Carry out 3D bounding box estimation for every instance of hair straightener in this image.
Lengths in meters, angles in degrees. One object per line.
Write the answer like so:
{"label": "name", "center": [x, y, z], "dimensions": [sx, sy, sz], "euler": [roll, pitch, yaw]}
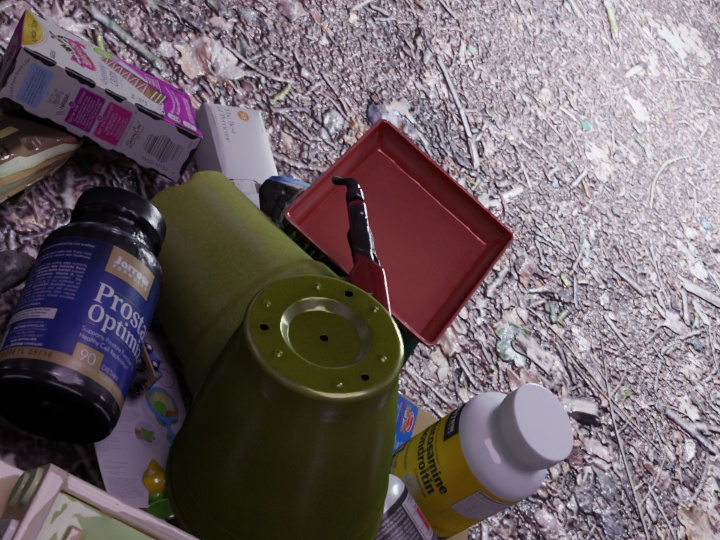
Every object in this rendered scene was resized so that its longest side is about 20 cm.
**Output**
{"label": "hair straightener", "center": [0.000, 0.000, 0.950], "dimensions": [0.040, 0.077, 0.203], "euler": [-13, 62, -2]}

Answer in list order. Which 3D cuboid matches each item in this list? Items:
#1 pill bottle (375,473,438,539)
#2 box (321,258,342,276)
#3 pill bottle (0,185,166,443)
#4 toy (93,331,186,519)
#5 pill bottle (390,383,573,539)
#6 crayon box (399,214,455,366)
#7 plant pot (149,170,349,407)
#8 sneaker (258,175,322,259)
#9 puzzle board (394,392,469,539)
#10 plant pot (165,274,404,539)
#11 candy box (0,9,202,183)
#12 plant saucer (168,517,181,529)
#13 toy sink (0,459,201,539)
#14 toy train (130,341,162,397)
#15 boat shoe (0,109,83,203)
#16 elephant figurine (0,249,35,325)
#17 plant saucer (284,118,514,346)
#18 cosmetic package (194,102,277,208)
{"label": "pill bottle", "center": [0.016, 0.270, 0.972], "dimensions": [0.116, 0.116, 0.202], "euler": [-33, 92, -48]}
{"label": "box", "center": [0.015, -0.031, 1.254], "dimensions": [0.201, 0.036, 0.143], "euler": [52, 42, -3]}
{"label": "pill bottle", "center": [-0.232, 0.032, 0.856], "dimensions": [0.111, 0.111, 0.203], "euler": [28, 51, -23]}
{"label": "toy", "center": [-0.211, 0.137, 0.916], "dimensions": [0.114, 0.047, 0.202], "euler": [19, 33, -47]}
{"label": "pill bottle", "center": [0.122, 0.195, 1.044], "dimensions": [0.111, 0.200, 0.114], "euler": [22, 48, -27]}
{"label": "crayon box", "center": [0.047, 0.041, 1.129], "dimensions": [0.051, 0.126, 0.201], "euler": [40, 58, -7]}
{"label": "plant pot", "center": [-0.133, 0.012, 0.996], "dimensions": [0.185, 0.201, 0.199], "euler": [49, 40, 16]}
{"label": "sneaker", "center": [-0.047, -0.062, 1.145], "dimensions": [0.199, 0.078, 0.091], "euler": [25, 26, -47]}
{"label": "puzzle board", "center": [0.062, 0.245, 1.119], "dimensions": [0.150, 0.017, 0.202], "euler": [36, 43, -16]}
{"label": "plant pot", "center": [-0.048, 0.116, 0.828], "dimensions": [0.196, 0.195, 0.202], "euler": [12, 41, -10]}
{"label": "candy box", "center": [-0.269, -0.182, 1.047], "dimensions": [0.198, 0.062, 0.137], "euler": [24, 19, -27]}
{"label": "plant saucer", "center": [-0.110, 0.302, 0.888], "dimensions": [0.197, 0.037, 0.204], "euler": [15, 57, -24]}
{"label": "toy sink", "center": [-0.237, 0.228, 0.765], "dimensions": [0.198, 0.112, 0.132], "euler": [33, 62, -19]}
{"label": "toy train", "center": [-0.228, 0.039, 0.955], "dimensions": [0.046, 0.034, 0.202], "euler": [32, 23, -50]}
{"label": "boat shoe", "center": [-0.333, -0.103, 0.972], "dimensions": [0.071, 0.077, 0.200], "euler": [23, 21, 8]}
{"label": "elephant figurine", "center": [-0.349, 0.074, 0.798], "dimensions": [0.200, 0.152, 0.145], "euler": [-88, 170, -81]}
{"label": "plant saucer", "center": [0.041, -0.038, 1.058], "dimensions": [0.199, 0.037, 0.200], "euler": [41, 50, 2]}
{"label": "cosmetic package", "center": [-0.133, -0.092, 1.153], "dimensions": [0.082, 0.050, 0.203], "euler": [3, 61, -42]}
